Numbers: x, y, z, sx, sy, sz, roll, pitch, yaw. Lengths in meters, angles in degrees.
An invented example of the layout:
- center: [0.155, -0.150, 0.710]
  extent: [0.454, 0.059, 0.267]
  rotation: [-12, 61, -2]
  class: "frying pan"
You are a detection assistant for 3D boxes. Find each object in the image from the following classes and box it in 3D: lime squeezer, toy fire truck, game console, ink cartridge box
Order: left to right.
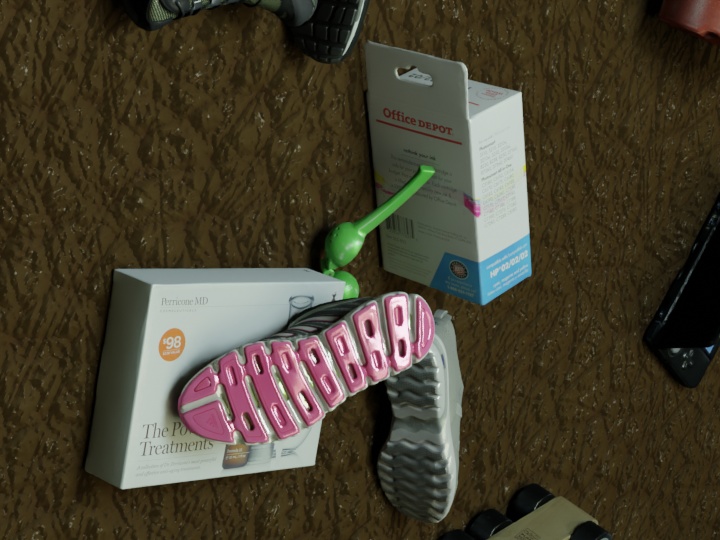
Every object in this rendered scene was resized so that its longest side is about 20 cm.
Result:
- center: [0.000, 0.000, 1.347]
  extent: [0.070, 0.038, 0.202]
  rotation: [-3, 124, -28]
  class: "lime squeezer"
- center: [0.070, -0.088, 1.342]
  extent: [0.068, 0.114, 0.202]
  rotation: [-28, 124, -37]
  class: "ink cartridge box"
- center: [0.155, 0.337, 1.606]
  extent: [0.175, 0.128, 0.202]
  rotation: [-23, 132, -41]
  class: "toy fire truck"
- center: [0.391, 0.016, 1.731]
  extent: [0.201, 0.116, 0.176]
  rotation: [-59, 137, -12]
  class: "game console"

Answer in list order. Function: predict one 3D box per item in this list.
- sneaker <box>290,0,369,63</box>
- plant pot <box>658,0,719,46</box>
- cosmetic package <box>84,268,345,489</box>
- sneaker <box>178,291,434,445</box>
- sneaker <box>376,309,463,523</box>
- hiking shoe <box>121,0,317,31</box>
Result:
- center: [0.001, -0.253, 1.240]
  extent: [0.087, 0.075, 0.203]
  rotation: [-13, 114, -50]
  class: "sneaker"
- center: [0.379, -0.296, 1.556]
  extent: [0.200, 0.200, 0.197]
  rotation: [9, 105, -48]
  class: "plant pot"
- center: [-0.105, 0.076, 1.265]
  extent: [0.199, 0.051, 0.153]
  rotation: [-1, 102, -47]
  class: "cosmetic package"
- center: [-0.044, 0.072, 1.238]
  extent: [0.198, 0.087, 0.075]
  rotation: [-24, 95, -17]
  class: "sneaker"
- center: [0.064, 0.128, 1.450]
  extent: [0.082, 0.074, 0.202]
  rotation: [-43, 143, -49]
  class: "sneaker"
- center: [-0.117, -0.203, 1.140]
  extent: [0.199, 0.076, 0.101]
  rotation: [29, 92, -40]
  class: "hiking shoe"
